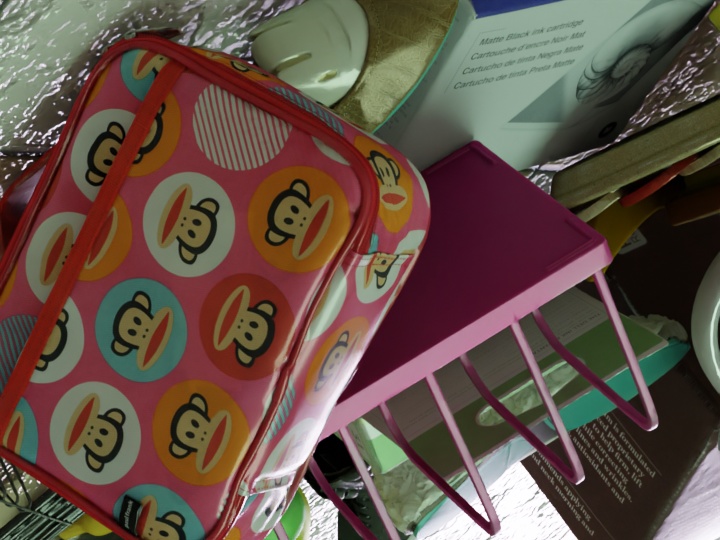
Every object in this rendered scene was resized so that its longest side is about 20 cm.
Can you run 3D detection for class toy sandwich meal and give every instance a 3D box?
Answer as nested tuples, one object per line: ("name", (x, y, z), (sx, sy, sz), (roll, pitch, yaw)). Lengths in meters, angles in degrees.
("toy sandwich meal", (0.192, -0.055, 1.429), (0.204, 0.071, 0.205), (-25, -179, 1))

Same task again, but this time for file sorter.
("file sorter", (0.022, 0.059, 1.287), (0.199, 0.139, 0.126), (-31, 121, -10))

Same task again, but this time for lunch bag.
("lunch bag", (-0.082, 0.004, 1.154), (0.201, 0.176, 0.082), (-64, 157, 10))

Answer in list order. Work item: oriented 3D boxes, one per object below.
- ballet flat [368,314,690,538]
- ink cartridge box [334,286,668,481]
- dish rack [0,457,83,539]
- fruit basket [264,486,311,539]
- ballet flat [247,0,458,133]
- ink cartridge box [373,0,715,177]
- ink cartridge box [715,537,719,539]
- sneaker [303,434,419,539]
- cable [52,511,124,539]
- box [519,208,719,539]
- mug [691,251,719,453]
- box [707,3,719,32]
("ballet flat", (0.087, 0.071, 1.515), (0.200, 0.072, 0.072), (-35, 157, 2))
("ink cartridge box", (0.063, 0.056, 1.444), (0.145, 0.200, 0.048), (-31, 121, -14))
("dish rack", (-0.176, 0.089, 1.326), (0.153, 0.055, 0.200), (-38, 159, 4))
("fruit basket", (-0.087, 0.201, 1.537), (0.215, 0.156, 0.216), (-21, 175, -2))
("ballet flat", (-0.041, -0.073, 1.212), (0.200, 0.068, 0.072), (-42, 149, 23))
("ink cartridge box", (0.097, -0.122, 1.338), (0.199, 0.041, 0.200), (-17, 150, -40))
("ink cartridge box", (0.257, 0.088, 1.830), (0.200, 0.146, 0.084), (-43, 155, 12))
("sneaker", (-0.005, 0.120, 1.617), (0.099, 0.071, 0.201), (-18, 144, -35))
("cable", (-0.174, 0.144, 1.466), (0.199, 0.051, 0.097), (-26, -168, 9))
("box", (0.199, 0.056, 1.658), (0.164, 0.166, 0.200), (-22, 153, -30))
("mug", (0.264, 0.046, 1.459), (0.200, 0.148, 0.176), (36, 98, -24))
("box", (0.271, -0.186, 1.418), (0.200, 0.048, 0.117), (-45, 178, 11))
